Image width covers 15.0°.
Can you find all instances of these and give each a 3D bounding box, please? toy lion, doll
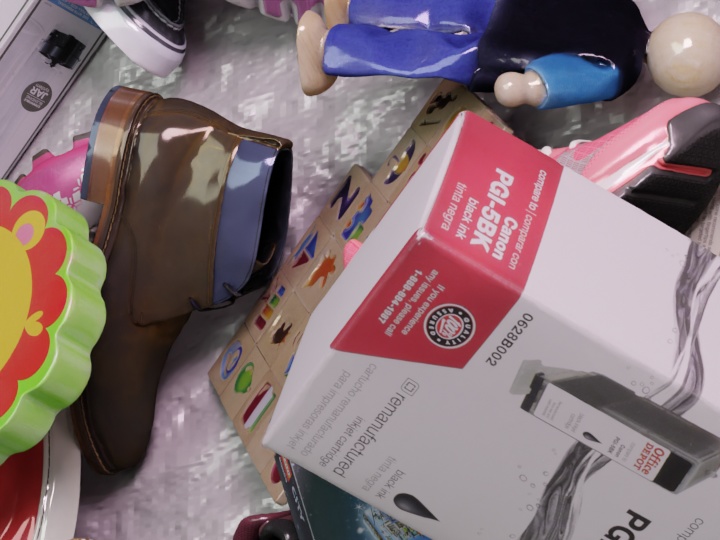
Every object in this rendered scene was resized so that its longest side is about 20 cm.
[{"bbox_3d":[-0.215,0.049,1.343,0.191,0.069,0.201,14,77,39],"label":"toy lion"},{"bbox_3d":[0.076,-0.111,1.288,0.199,0.049,0.137,5,34,20],"label":"doll"}]

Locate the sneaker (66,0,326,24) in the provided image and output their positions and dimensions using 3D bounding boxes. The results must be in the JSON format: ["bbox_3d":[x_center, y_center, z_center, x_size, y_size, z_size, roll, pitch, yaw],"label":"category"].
[{"bbox_3d":[-0.067,-0.183,1.399,0.199,0.081,0.089,6,55,9],"label":"sneaker"}]

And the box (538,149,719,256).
[{"bbox_3d":[0.157,0.004,1.197,0.199,0.078,0.095,7,79,37],"label":"box"}]

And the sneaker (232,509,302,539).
[{"bbox_3d":[0.016,0.115,1.235,0.200,0.115,0.076,-45,54,15],"label":"sneaker"}]

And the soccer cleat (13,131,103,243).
[{"bbox_3d":[-0.173,-0.001,1.450,0.200,0.070,0.087,-30,67,31],"label":"soccer cleat"}]

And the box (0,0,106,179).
[{"bbox_3d":[-0.232,-0.108,1.528,0.200,0.060,0.117,-53,52,8],"label":"box"}]

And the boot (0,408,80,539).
[{"bbox_3d":[-0.226,0.149,1.376,0.072,0.144,0.201,160,125,-73],"label":"boot"}]

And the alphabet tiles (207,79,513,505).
[{"bbox_3d":[0.000,0.000,1.306,0.200,0.008,0.167,-54,22,8],"label":"alphabet tiles"}]

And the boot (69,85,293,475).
[{"bbox_3d":[-0.090,0.013,1.364,0.097,0.075,0.201,10,106,18],"label":"boot"}]

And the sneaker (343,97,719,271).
[{"bbox_3d":[0.066,-0.027,1.170,0.200,0.074,0.087,-37,65,23],"label":"sneaker"}]

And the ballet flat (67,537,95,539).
[{"bbox_3d":[-0.159,0.229,1.337,0.065,0.070,0.201,7,86,17],"label":"ballet flat"}]

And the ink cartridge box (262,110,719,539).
[{"bbox_3d":[0.084,0.052,1.093,0.147,0.200,0.083,-54,10,42],"label":"ink cartridge box"}]

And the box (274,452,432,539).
[{"bbox_3d":[0.056,0.150,1.173,0.136,0.038,0.201,-14,73,-11],"label":"box"}]

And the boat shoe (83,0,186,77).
[{"bbox_3d":[-0.123,-0.194,1.479,0.068,0.072,0.200,-37,49,22],"label":"boat shoe"}]
